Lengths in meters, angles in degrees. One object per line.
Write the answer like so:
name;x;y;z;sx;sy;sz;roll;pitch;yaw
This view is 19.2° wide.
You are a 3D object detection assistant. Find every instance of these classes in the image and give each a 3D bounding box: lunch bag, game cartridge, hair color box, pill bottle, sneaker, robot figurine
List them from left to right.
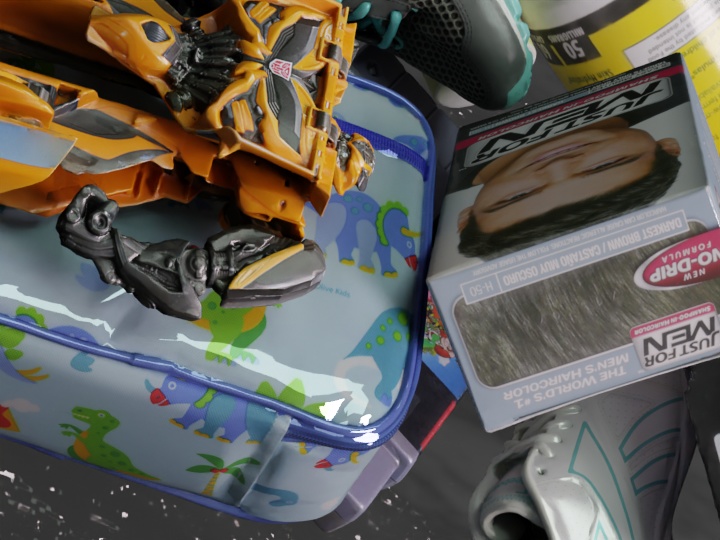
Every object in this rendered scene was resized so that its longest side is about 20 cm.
robot figurine;-0.086;-0.064;0.670;0.199;0.058;0.146;16;54;-12
lunch bag;-0.075;-0.015;0.732;0.199;0.083;0.162;19;52;-11
sneaker;-0.018;-0.125;0.885;0.200;0.078;0.091;41;66;12
game cartridge;0.000;0.000;0.855;0.130;0.038;0.200;44;42;-3
sneaker;0.087;0.082;0.849;0.080;0.070;0.201;24;50;-24
hair color box;0.085;-0.017;0.782;0.200;0.098;0.061;-74;144;-71
pill bottle;0.166;-0.079;0.986;0.200;0.111;0.112;52;40;-18

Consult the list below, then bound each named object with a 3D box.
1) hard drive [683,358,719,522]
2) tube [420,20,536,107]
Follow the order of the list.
hard drive;0.173;0.084;0.874;0.200;0.038;0.141;47;28;-60
tube;0.018;-0.170;0.976;0.052;0.058;0.201;-21;68;-7
